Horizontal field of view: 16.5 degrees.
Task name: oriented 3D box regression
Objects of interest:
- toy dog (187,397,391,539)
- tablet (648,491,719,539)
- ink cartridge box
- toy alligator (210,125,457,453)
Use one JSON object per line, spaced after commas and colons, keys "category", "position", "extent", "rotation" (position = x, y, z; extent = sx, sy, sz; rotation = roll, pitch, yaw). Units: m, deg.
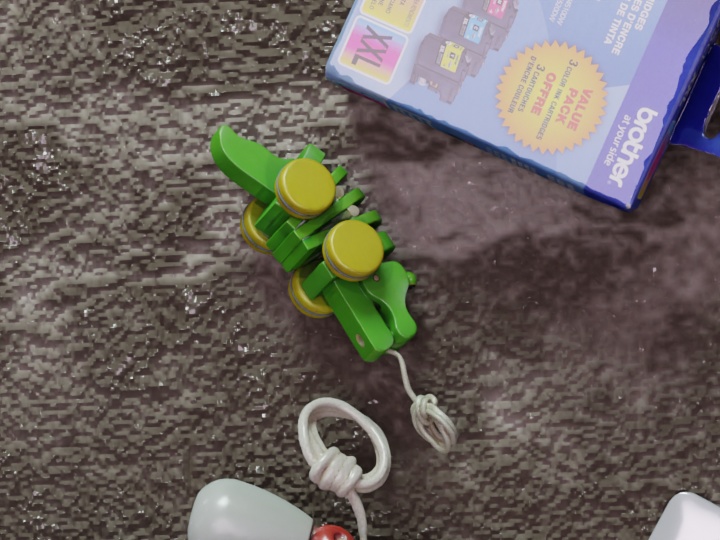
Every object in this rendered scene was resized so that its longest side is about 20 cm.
{"category": "toy dog", "position": [0.007, 0.172, 1.242], "extent": [0.200, 0.132, 0.096], "rotation": [39, 134, 10]}
{"category": "tablet", "position": [0.171, 0.227, 1.256], "extent": [0.130, 0.014, 0.200], "rotation": [28, 95, 7]}
{"category": "ink cartridge box", "position": [0.101, -0.116, 1.232], "extent": [0.200, 0.076, 0.137], "rotation": [24, 94, 6]}
{"category": "toy alligator", "position": [0.000, 0.000, 1.260], "extent": [0.054, 0.059, 0.200], "rotation": [-35, 85, -33]}
